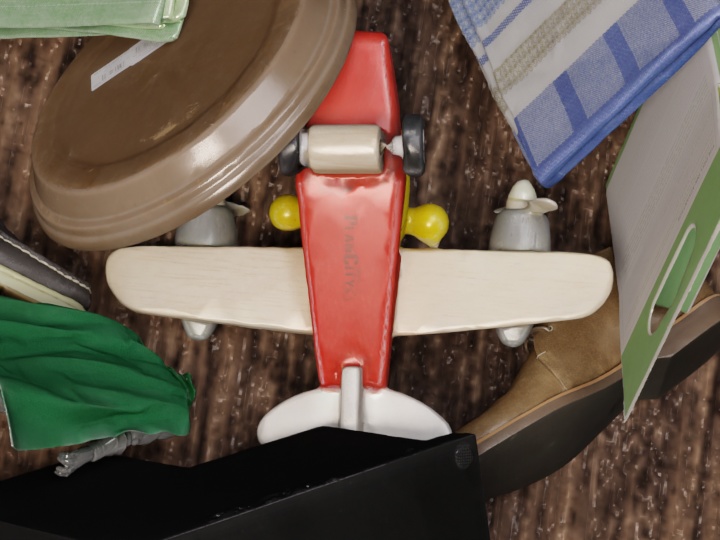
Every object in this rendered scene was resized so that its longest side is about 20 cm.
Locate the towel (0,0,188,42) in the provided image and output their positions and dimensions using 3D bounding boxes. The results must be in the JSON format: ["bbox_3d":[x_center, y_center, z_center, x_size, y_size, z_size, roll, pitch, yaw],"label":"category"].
[{"bbox_3d":[-0.126,-0.211,1.230,0.152,0.023,0.201,4,67,34],"label":"towel"}]

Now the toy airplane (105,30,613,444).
[{"bbox_3d":[0.000,0.000,1.194,0.200,0.141,0.199,43,105,-9],"label":"toy airplane"}]

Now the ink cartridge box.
[{"bbox_3d":[0.171,-0.035,1.174,0.048,0.146,0.200,13,38,-10],"label":"ink cartridge box"}]

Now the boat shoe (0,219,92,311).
[{"bbox_3d":[-0.218,-0.037,1.174,0.200,0.073,0.065,30,75,-3],"label":"boat shoe"}]

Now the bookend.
[{"bbox_3d":[-0.076,0.137,1.107,0.198,0.200,0.093,-16,102,-38],"label":"bookend"}]

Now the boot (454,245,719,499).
[{"bbox_3d":[0.106,0.053,1.234,0.200,0.074,0.076,-31,68,-26],"label":"boot"}]

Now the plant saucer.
[{"bbox_3d":[-0.091,-0.094,1.165,0.029,0.200,0.200,49,65,-33],"label":"plant saucer"}]

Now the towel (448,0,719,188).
[{"bbox_3d":[0.110,-0.158,1.227,0.024,0.147,0.200,16,40,-41],"label":"towel"}]

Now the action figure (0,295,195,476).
[{"bbox_3d":[-0.141,0.056,1.121,0.055,0.200,0.118,-46,62,19],"label":"action figure"}]
